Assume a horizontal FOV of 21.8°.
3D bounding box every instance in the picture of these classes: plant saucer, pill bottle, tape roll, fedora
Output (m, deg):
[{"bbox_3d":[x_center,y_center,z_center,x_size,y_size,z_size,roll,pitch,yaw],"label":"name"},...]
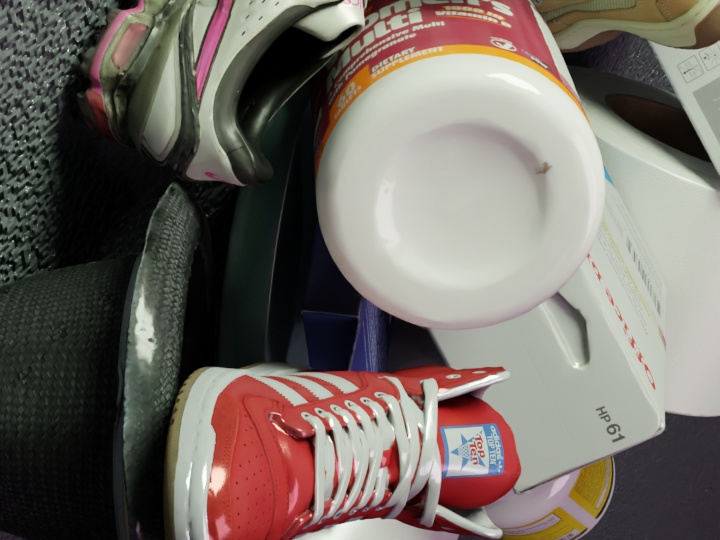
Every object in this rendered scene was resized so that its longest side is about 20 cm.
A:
[{"bbox_3d":[-0.036,0.009,0.872,0.200,0.027,0.201,6,90,-82],"label":"plant saucer"},{"bbox_3d":[0.108,0.128,1.302,0.113,0.112,0.200,-58,158,-4],"label":"pill bottle"},{"bbox_3d":[0.034,-0.065,0.774,0.200,0.109,0.110,-96,-156,-65],"label":"pill bottle"},{"bbox_3d":[0.172,-0.022,1.139,0.203,0.202,0.140,-16,132,-60],"label":"tape roll"},{"bbox_3d":[-0.109,0.054,0.743,0.201,0.091,0.201,-177,-90,-90],"label":"fedora"}]

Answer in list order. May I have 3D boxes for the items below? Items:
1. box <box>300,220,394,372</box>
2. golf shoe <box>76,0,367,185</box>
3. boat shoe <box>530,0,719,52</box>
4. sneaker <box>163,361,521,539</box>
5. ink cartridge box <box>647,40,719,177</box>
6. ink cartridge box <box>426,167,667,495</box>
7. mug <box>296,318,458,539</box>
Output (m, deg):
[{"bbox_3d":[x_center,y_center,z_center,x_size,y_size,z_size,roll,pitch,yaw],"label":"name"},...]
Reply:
[{"bbox_3d":[0.000,0.000,0.908,0.121,0.032,0.201,85,12,-54],"label":"box"},{"bbox_3d":[-0.024,-0.123,0.740,0.200,0.092,0.073,-61,155,-5],"label":"golf shoe"},{"bbox_3d":[0.098,-0.145,0.840,0.072,0.076,0.200,-64,-157,-6],"label":"boat shoe"},{"bbox_3d":[-0.001,0.071,0.689,0.200,0.112,0.072,-30,124,-78],"label":"sneaker"},{"bbox_3d":[0.210,-0.151,1.087,0.045,0.200,0.176,-30,174,30],"label":"ink cartridge box"},{"bbox_3d":[0.090,0.001,0.946,0.084,0.145,0.200,-26,-168,15],"label":"ink cartridge box"},{"bbox_3d":[-0.015,0.107,1.015,0.153,0.186,0.150,-55,129,-23],"label":"mug"}]
